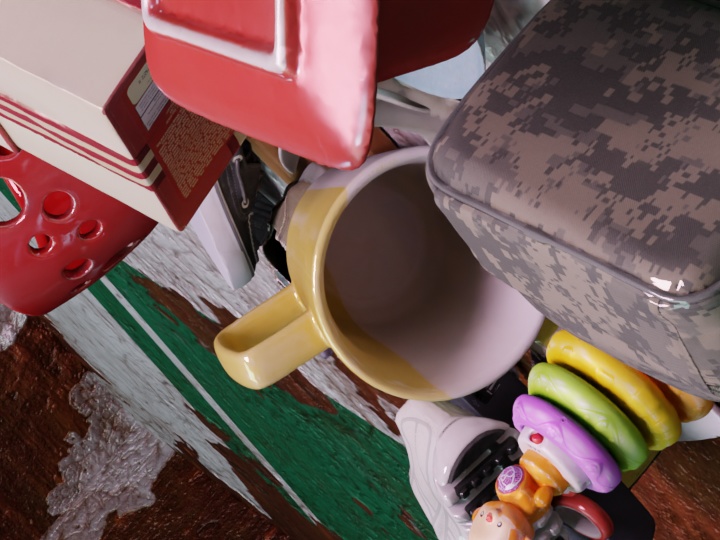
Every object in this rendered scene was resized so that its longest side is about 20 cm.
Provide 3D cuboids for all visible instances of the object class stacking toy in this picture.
[{"bbox_3d":[0.122,0.076,1.105,0.116,0.200,0.110,29,163,46],"label":"stacking toy"}]

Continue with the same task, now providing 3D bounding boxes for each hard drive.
[{"bbox_3d":[0.103,0.116,1.374,0.200,0.042,0.135,44,167,-8],"label":"hard drive"}]

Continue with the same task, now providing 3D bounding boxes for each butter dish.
[{"bbox_3d":[0.001,-0.158,0.836,0.200,0.147,0.201,25,119,57],"label":"butter dish"}]

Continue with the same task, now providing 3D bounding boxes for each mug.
[{"bbox_3d":[0.005,-0.008,1.272,0.185,0.151,0.153,1,-172,-17],"label":"mug"}]

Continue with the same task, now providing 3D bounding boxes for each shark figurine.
[{"bbox_3d":[0.002,-0.078,1.161,0.213,0.090,0.128,20,-153,-35],"label":"shark figurine"}]

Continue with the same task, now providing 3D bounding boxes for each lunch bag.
[{"bbox_3d":[0.146,-0.014,0.868,0.200,0.139,0.168,28,162,49],"label":"lunch bag"}]

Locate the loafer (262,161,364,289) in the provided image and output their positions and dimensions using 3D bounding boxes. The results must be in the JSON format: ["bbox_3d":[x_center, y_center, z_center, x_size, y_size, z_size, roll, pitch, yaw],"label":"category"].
[{"bbox_3d":[-0.041,-0.019,1.437,0.075,0.070,0.200,40,167,6],"label":"loafer"}]

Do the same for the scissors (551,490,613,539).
[{"bbox_3d":[0.099,0.145,1.351,0.073,0.014,0.200,45,160,-15],"label":"scissors"}]

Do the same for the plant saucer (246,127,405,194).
[{"bbox_3d":[-0.034,-0.087,1.423,0.200,0.032,0.200,39,167,10],"label":"plant saucer"}]

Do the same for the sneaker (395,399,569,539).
[{"bbox_3d":[0.075,0.151,1.299,0.081,0.075,0.201,34,153,44],"label":"sneaker"}]

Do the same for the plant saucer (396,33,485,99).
[{"bbox_3d":[-0.005,-0.169,1.034,0.201,0.039,0.201,39,168,10],"label":"plant saucer"}]

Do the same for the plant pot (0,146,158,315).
[{"bbox_3d":[-0.208,-0.095,1.471,0.201,0.182,0.201,56,-168,-18],"label":"plant pot"}]

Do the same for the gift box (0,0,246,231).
[{"bbox_3d":[-0.154,-0.165,1.196,0.186,0.185,0.200,26,159,22],"label":"gift box"}]

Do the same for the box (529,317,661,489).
[{"bbox_3d":[0.152,0.081,1.326,0.075,0.050,0.200,37,167,21],"label":"box"}]

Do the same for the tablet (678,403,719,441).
[{"bbox_3d":[0.147,0.040,1.348,0.200,0.014,0.130,42,167,-4],"label":"tablet"}]

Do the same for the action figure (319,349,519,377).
[{"bbox_3d":[0.044,0.054,1.588,0.199,0.069,0.131,23,149,45],"label":"action figure"}]

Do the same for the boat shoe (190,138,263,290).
[{"bbox_3d":[-0.093,-0.068,1.376,0.069,0.056,0.201,52,165,43],"label":"boat shoe"}]

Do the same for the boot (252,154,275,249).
[{"bbox_3d":[-0.140,-0.094,1.652,0.132,0.070,0.200,42,165,23],"label":"boot"}]
